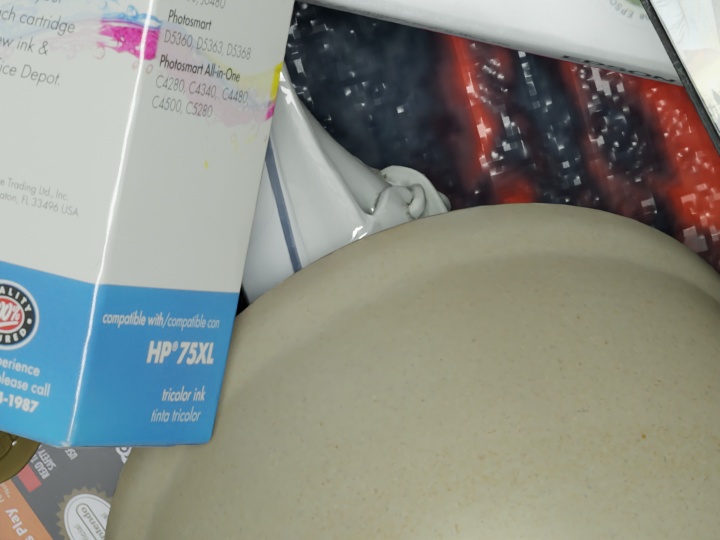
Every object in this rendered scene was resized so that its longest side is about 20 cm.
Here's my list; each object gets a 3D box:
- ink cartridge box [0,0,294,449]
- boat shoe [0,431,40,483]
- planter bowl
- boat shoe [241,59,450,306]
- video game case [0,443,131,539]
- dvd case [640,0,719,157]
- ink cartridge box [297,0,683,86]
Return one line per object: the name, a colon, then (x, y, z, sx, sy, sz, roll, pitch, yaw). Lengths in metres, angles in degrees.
ink cartridge box: (-0.081, -0.065, 0.679, 0.116, 0.067, 0.201, 14, 94, 29)
boat shoe: (-0.183, 0.008, 0.763, 0.200, 0.063, 0.073, 16, 90, -9)
planter bowl: (0.046, 0.102, 0.713, 0.200, 0.135, 0.201, -11, 127, -15)
boat shoe: (0.000, 0.000, 0.762, 0.065, 0.074, 0.200, -21, 122, 0)
video game case: (-0.141, 0.028, 0.802, 0.180, 0.026, 0.200, -33, 97, 4)
dvd case: (0.144, -0.066, 0.626, 0.146, 0.022, 0.200, -28, 89, 9)
ink cartridge box: (0.047, -0.145, 0.752, 0.199, 0.075, 0.165, 12, 97, -2)
